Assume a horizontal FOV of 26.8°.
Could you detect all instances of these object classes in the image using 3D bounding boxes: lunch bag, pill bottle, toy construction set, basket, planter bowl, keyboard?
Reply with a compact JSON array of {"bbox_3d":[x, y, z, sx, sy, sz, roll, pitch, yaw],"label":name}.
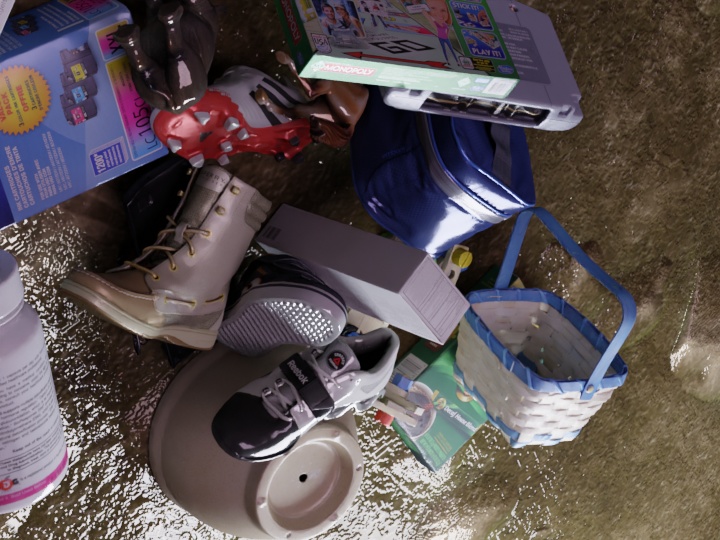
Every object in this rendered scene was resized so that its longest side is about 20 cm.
[{"bbox_3d":[0.079,-0.129,1.357,0.132,0.200,0.136,-26,140,28],"label":"lunch bag"},{"bbox_3d":[-0.309,0.089,1.230,0.113,0.113,0.200,-21,123,-28],"label":"pill bottle"},{"bbox_3d":[0.032,0.049,1.481,0.131,0.092,0.200,29,75,-44],"label":"toy construction set"},{"bbox_3d":[0.182,0.059,1.493,0.139,0.176,0.200,-7,131,-30],"label":"basket"},{"bbox_3d":[-0.081,0.173,1.428,0.200,0.135,0.200,-16,119,-31],"label":"planter bowl"},{"bbox_3d":[-0.180,-0.005,1.340,0.104,0.040,0.200,-38,136,-31],"label":"keyboard"}]

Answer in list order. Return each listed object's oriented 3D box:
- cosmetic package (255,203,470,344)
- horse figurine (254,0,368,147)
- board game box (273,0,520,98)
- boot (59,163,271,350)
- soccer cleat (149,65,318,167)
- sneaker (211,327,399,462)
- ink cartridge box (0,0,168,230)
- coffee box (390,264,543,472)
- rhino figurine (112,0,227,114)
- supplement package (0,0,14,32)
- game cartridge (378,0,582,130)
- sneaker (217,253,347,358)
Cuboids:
[{"bbox_3d":[0.000,0.000,1.359,0.051,0.200,0.083,-53,132,-16],"label":"cosmetic package"},{"bbox_3d":[-0.033,-0.178,1.299,0.050,0.200,0.133,-28,143,35],"label":"horse figurine"},{"bbox_3d":[0.023,-0.206,1.213,0.200,0.135,0.029,1,147,-34],"label":"board game box"},{"bbox_3d":[-0.157,-0.020,1.263,0.200,0.072,0.155,22,95,-61],"label":"boot"},{"bbox_3d":[-0.110,-0.136,1.270,0.069,0.085,0.200,-42,157,31],"label":"soccer cleat"},{"bbox_3d":[-0.046,0.098,1.336,0.200,0.074,0.089,-26,155,-39],"label":"sneaker"},{"bbox_3d":[-0.267,-0.120,1.188,0.200,0.076,0.136,-27,125,-22],"label":"ink cartridge box"},{"bbox_3d":[0.112,0.103,1.598,0.200,0.044,0.123,-43,129,-12],"label":"coffee box"},{"bbox_3d":[-0.143,-0.196,1.191,0.060,0.200,0.087,-10,125,12],"label":"rhino figurine"},{"bbox_3d":[-0.322,-0.207,1.049,0.111,0.156,0.200,19,100,-40],"label":"supplement package"},{"bbox_3d":[0.090,-0.188,1.290,0.200,0.133,0.040,5,147,-31],"label":"game cartridge"},{"bbox_3d":[-0.065,0.022,1.331,0.078,0.200,0.079,39,65,-20],"label":"sneaker"}]
